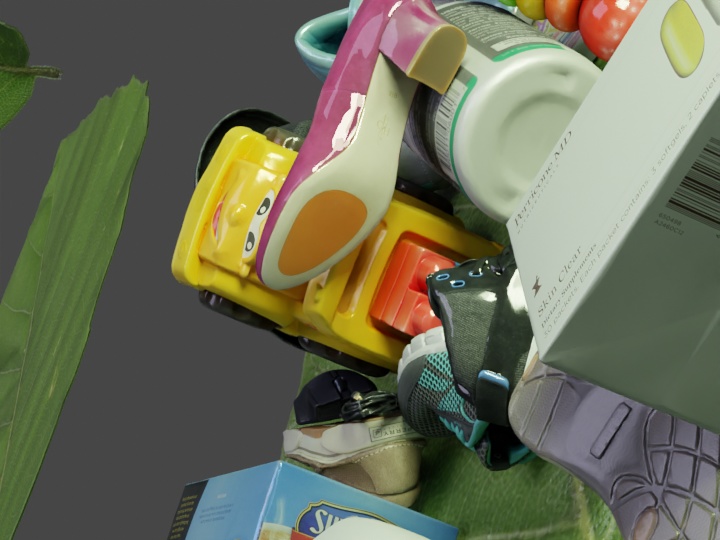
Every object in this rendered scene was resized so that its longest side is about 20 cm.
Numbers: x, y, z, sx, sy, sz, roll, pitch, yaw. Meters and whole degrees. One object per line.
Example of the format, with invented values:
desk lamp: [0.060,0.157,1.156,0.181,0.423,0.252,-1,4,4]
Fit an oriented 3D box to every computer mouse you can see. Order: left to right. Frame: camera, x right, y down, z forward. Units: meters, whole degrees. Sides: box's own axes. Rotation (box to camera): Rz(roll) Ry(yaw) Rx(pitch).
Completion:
computer mouse: [-0.009,0.083,1.259,0.200,0.058,0.034,159,101,-78]

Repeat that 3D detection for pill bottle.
pill bottle: [0.081,-0.110,1.201,0.114,0.113,0.200,-64,25,12]

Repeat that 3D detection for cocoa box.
cocoa box: [-0.047,0.210,1.195,0.200,0.133,0.132,-25,45,65]

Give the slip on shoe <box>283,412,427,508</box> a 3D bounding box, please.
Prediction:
slip on shoe: [-0.002,0.132,1.281,0.200,0.076,0.061,162,98,-69]

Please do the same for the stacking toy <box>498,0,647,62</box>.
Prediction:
stacking toy: [0.111,-0.194,1.185,0.200,0.085,0.086,38,111,26]

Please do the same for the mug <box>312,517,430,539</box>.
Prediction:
mug: [0.016,0.236,1.003,0.199,0.148,0.176,5,63,41]

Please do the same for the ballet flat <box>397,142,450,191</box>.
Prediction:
ballet flat: [0.070,-0.148,1.430,0.063,0.067,0.201,-4,63,40]

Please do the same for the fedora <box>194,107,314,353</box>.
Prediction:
fedora: [-0.027,-0.040,1.374,0.091,0.200,0.202,-26,41,39]

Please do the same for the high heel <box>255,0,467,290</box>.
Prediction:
high heel: [-0.015,-0.086,1.155,0.201,0.067,0.096,-60,36,11]

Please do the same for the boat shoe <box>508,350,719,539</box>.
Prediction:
boat shoe: [0.150,0.096,0.859,0.075,0.073,0.200,-55,40,10]

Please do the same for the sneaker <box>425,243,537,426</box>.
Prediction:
sneaker: [0.092,-0.015,1.007,0.073,0.111,0.201,67,-150,-66]

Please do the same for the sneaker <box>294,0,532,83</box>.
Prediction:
sneaker: [0.032,-0.173,1.366,0.199,0.082,0.074,-16,57,39]

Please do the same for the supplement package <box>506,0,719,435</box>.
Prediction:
supplement package: [0.180,-0.040,0.786,0.201,0.155,0.111,-59,19,26]

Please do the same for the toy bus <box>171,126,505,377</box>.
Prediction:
toy bus: [0.000,0.000,1.224,0.136,0.199,0.192,-67,25,1]

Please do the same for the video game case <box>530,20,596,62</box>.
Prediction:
video game case: [0.148,-0.205,1.312,0.143,0.018,0.201,-56,21,35]

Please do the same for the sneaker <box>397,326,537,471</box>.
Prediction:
sneaker: [0.074,0.078,1.104,0.200,0.077,0.092,140,144,-59]
